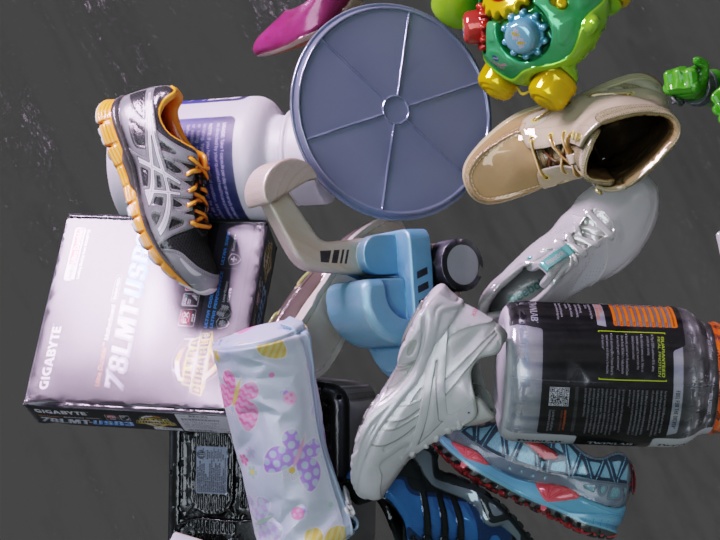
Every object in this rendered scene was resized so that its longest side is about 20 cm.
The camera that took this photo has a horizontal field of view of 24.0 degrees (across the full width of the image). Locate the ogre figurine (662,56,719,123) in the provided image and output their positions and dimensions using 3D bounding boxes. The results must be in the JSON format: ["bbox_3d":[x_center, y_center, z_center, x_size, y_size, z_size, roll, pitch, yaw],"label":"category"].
[{"bbox_3d":[0.368,-0.161,1.442,0.199,0.120,0.099,-22,87,17],"label":"ogre figurine"}]

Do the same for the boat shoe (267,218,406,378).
[{"bbox_3d":[-0.025,0.022,1.548,0.059,0.200,0.072,-6,129,45],"label":"boat shoe"}]

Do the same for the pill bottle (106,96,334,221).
[{"bbox_3d":[-0.126,-0.103,1.592,0.199,0.120,0.121,-2,89,17],"label":"pill bottle"}]

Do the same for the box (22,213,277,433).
[{"bbox_3d":[-0.189,0.046,1.543,0.197,0.050,0.201,3,61,11],"label":"box"}]

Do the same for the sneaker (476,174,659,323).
[{"bbox_3d":[0.185,-0.013,1.512,0.200,0.088,0.075,-44,76,12],"label":"sneaker"}]

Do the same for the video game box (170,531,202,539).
[{"bbox_3d":[-0.089,0.335,1.544,0.199,0.047,0.183,16,130,5],"label":"video game box"}]

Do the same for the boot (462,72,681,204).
[{"bbox_3d":[0.180,-0.101,1.472,0.199,0.156,0.073,-22,105,10],"label":"boot"}]

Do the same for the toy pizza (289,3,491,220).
[{"bbox_3d":[0.027,-0.144,1.548,0.199,0.032,0.202,3,82,-22],"label":"toy pizza"}]

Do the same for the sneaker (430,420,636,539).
[{"bbox_3d":[0.155,0.165,1.537,0.199,0.079,0.096,25,79,12],"label":"sneaker"}]

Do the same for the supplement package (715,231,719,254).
[{"bbox_3d":[0.382,0.056,1.433,0.120,0.120,0.201,-11,86,16],"label":"supplement package"}]

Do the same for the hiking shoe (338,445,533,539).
[{"bbox_3d":[0.068,0.221,1.524,0.200,0.074,0.087,39,78,-10],"label":"hiking shoe"}]

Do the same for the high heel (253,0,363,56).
[{"bbox_3d":[-0.030,-0.277,1.584,0.199,0.067,0.097,-26,92,16],"label":"high heel"}]

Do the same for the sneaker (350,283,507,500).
[{"bbox_3d":[0.060,0.118,1.424,0.099,0.078,0.201,27,109,5],"label":"sneaker"}]

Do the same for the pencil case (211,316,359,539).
[{"bbox_3d":[-0.065,0.143,1.440,0.090,0.083,0.201,-9,99,37],"label":"pencil case"}]

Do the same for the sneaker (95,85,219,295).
[{"bbox_3d":[-0.167,-0.074,1.505,0.077,0.078,0.201,-25,83,11],"label":"sneaker"}]

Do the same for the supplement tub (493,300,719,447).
[{"bbox_3d":[0.219,0.090,1.466,0.198,0.123,0.123,3,90,-1],"label":"supplement tub"}]

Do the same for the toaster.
[{"bbox_3d":[-0.084,0.179,1.575,0.180,0.119,0.202,0,89,16],"label":"toaster"}]

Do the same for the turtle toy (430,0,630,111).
[{"bbox_3d":[0.141,-0.232,1.504,0.200,0.101,0.146,20,76,54],"label":"turtle toy"}]

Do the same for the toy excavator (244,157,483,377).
[{"bbox_3d":[0.000,0.000,1.477,0.100,0.199,0.196,-8,86,55],"label":"toy excavator"}]
